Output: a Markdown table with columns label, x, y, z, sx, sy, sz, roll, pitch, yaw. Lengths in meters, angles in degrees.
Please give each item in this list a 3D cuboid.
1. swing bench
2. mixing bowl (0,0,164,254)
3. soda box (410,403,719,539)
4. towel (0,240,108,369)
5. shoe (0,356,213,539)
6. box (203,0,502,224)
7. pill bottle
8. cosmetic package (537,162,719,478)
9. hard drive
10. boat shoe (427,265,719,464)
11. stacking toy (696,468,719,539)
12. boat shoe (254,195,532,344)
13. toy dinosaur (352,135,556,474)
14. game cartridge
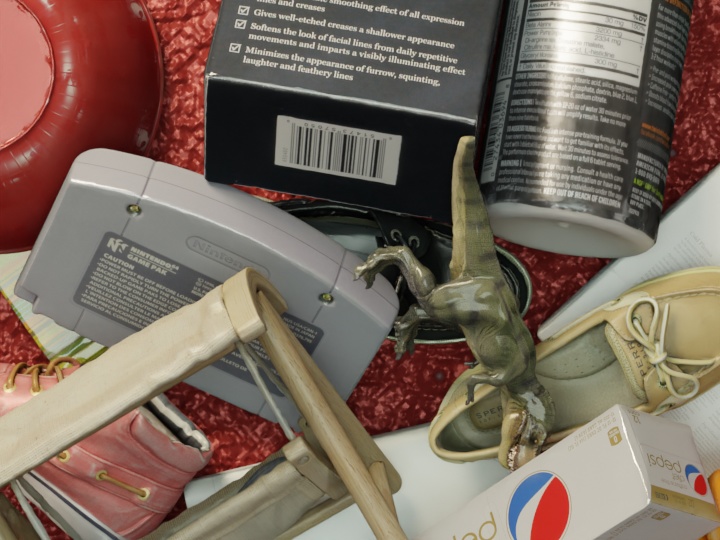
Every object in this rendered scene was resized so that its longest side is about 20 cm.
| label | x | y | z | sx | sy | sz | roll | pitch | yaw |
| --- | --- | --- | --- | --- | --- | --- | --- | --- | --- |
| swing bench | -0.100 | 0.118 | 1.634 | 0.198 | 0.130 | 0.200 | -30 | 115 | 5 |
| mixing bowl | -0.212 | -0.110 | 1.693 | 0.199 | 0.108 | 0.201 | 0 | 90 | 0 |
| soda box | 0.097 | 0.152 | 1.645 | 0.200 | 0.068 | 0.064 | -37 | 54 | 30 |
| towel | -0.195 | -0.042 | 1.755 | 0.086 | 0.018 | 0.200 | -35 | 90 | 0 |
| shoe | -0.182 | 0.074 | 1.721 | 0.200 | 0.072 | 0.091 | 39 | 106 | -8 |
| box | 0.003 | -0.145 | 1.652 | 0.148 | 0.107 | 0.201 | 10 | 60 | 3 |
| pill bottle | 0.129 | -0.115 | 1.682 | 0.106 | 0.106 | 0.201 | 10 | 79 | 2 |
| cosmetic package | 0.222 | 0.058 | 1.719 | 0.151 | 0.052 | 0.200 | -42 | 90 | 8 |
| hard drive | 0.008 | 0.164 | 1.747 | 0.199 | 0.026 | 0.133 | -13 | 92 | 4 |
| boat shoe | 0.131 | 0.058 | 1.665 | 0.200 | 0.063 | 0.073 | -20 | 98 | 22 |
| stacking toy | 0.182 | 0.170 | 1.667 | 0.199 | 0.116 | 0.110 | -26 | 97 | 20 |
| boat shoe | 0.000 | -0.002 | 1.721 | 0.199 | 0.066 | 0.075 | 18 | 93 | 2 |
| toy dinosaur | 0.050 | 0.016 | 1.625 | 0.088 | 0.047 | 0.201 | -2 | 119 | 28 |
| game cartridge | -0.085 | 0.010 | 1.692 | 0.199 | 0.042 | 0.133 | 25 | 131 | -7 |
